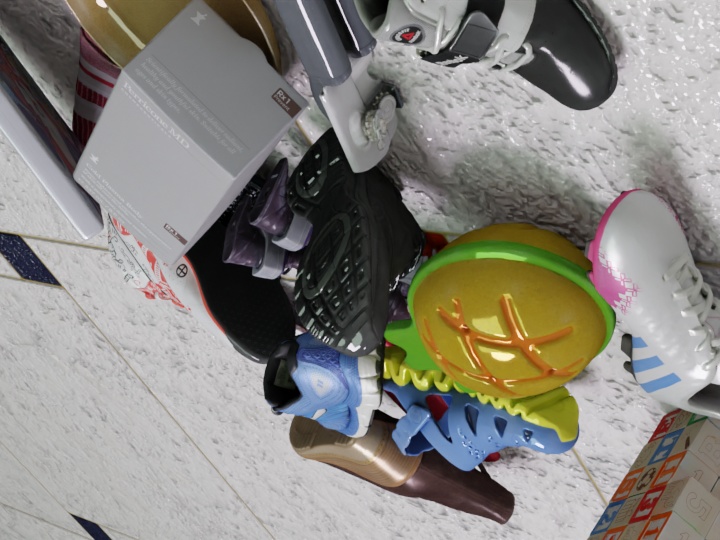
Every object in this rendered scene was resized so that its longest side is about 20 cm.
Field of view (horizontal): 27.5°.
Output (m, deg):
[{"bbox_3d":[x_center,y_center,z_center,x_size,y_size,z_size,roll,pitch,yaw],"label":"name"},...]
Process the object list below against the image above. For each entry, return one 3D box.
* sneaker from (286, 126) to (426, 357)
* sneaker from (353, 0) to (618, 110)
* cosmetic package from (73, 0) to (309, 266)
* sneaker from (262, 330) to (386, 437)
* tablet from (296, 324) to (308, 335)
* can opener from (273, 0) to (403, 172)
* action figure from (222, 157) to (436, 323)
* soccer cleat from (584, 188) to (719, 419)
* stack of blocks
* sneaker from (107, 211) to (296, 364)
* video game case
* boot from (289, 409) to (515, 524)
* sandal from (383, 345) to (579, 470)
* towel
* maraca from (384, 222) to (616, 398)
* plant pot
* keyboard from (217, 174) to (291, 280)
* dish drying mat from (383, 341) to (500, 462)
[{"bbox_3d":[0.007,-0.015,0.977,0.090,0.201,0.076,30,123,-26],"label":"sneaker"},{"bbox_3d":[0.048,-0.139,0.796,0.199,0.089,0.074,38,153,-7],"label":"sneaker"},{"bbox_3d":[-0.123,-0.091,1.027,0.107,0.090,0.200,42,157,-1],"label":"cosmetic package"},{"bbox_3d":[-0.029,0.079,1.134,0.088,0.079,0.200,6,163,-2],"label":"sneaker"},{"bbox_3d":[-0.095,0.051,1.328,0.199,0.014,0.130,29,164,6],"label":"tablet"},{"bbox_3d":[-0.024,-0.142,0.916,0.066,0.053,0.201,19,149,33],"label":"can opener"},{"bbox_3d":[0.000,0.000,1.108,0.199,0.070,0.130,30,151,-21],"label":"action figure"},{"bbox_3d":[0.197,0.023,0.897,0.086,0.070,0.200,29,162,34],"label":"soccer cleat"},{"bbox_3d":[0.207,0.177,0.987,0.058,0.200,0.115,40,154,-4],"label":"stack of blocks"},{"bbox_3d":[-0.132,0.007,1.196,0.201,0.067,0.108,47,154,9],"label":"sneaker"},{"bbox_3d":[-0.269,-0.134,1.149,0.201,0.023,0.182,57,-179,-25],"label":"video game case"},{"bbox_3d":[0.032,0.168,1.306,0.166,0.073,0.200,30,174,-20],"label":"boot"},{"bbox_3d":[0.090,0.115,1.145,0.079,0.088,0.199,-1,-171,-39],"label":"sandal"},{"bbox_3d":[-0.176,-0.107,1.200,0.144,0.023,0.200,36,154,3],"label":"towel"},{"bbox_3d":[0.091,0.036,0.996,0.136,0.108,0.200,27,149,-8],"label":"maraca"},{"bbox_3d":[-0.131,-0.182,1.014,0.199,0.028,0.201,29,152,17],"label":"plant pot"},{"bbox_3d":[-0.101,-0.019,1.206,0.103,0.040,0.200,26,156,-10],"label":"keyboard"},{"bbox_3d":[0.040,0.096,1.271,0.200,0.018,0.077,47,153,-21],"label":"dish drying mat"}]
